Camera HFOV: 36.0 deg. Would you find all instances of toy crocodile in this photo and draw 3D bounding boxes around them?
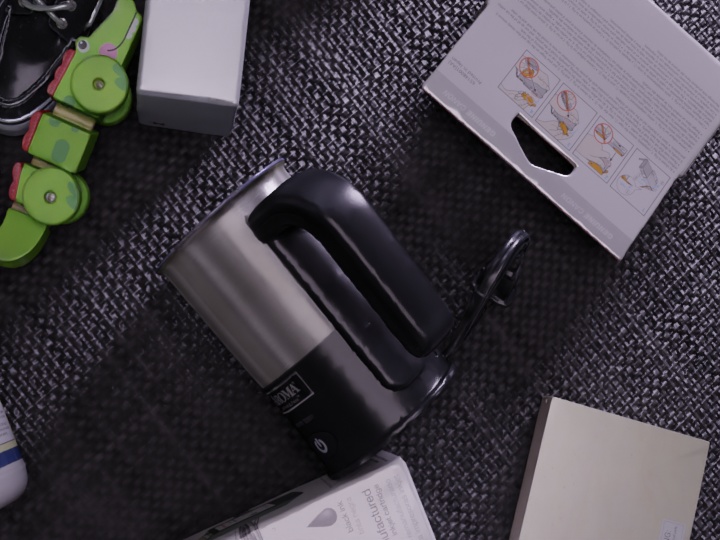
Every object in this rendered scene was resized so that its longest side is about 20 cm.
[{"bbox_3d":[-0.200,-0.093,0.755,0.061,0.067,0.202,24,91,-8],"label":"toy crocodile"}]

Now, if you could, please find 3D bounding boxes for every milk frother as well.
[{"bbox_3d":[0.000,0.000,0.772,0.189,0.180,0.200,50,36,-3],"label":"milk frother"}]

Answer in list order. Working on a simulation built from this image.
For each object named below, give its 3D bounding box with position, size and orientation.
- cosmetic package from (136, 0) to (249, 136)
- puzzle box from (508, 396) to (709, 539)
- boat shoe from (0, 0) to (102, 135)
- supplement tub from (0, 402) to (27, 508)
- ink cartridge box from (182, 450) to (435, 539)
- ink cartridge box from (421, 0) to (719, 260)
[{"bbox_3d":[-0.111,-0.206,0.773,0.070,0.101,0.204,7,85,-10],"label":"cosmetic package"},{"bbox_3d":[0.175,0.208,0.824,0.131,0.025,0.203,17,83,-8],"label":"puzzle box"},{"bbox_3d":[-0.210,-0.191,0.770,0.071,0.068,0.202,29,81,-6],"label":"boat shoe"},{"bbox_3d":[-0.308,0.074,0.691,0.143,0.145,0.203,-22,89,-11],"label":"supplement tub"},{"bbox_3d":[-0.040,0.231,0.754,0.198,0.084,0.147,-23,89,-11],"label":"ink cartridge box"},{"bbox_3d":[0.166,-0.135,0.843,0.199,0.045,0.177,40,79,-4],"label":"ink cartridge box"}]
